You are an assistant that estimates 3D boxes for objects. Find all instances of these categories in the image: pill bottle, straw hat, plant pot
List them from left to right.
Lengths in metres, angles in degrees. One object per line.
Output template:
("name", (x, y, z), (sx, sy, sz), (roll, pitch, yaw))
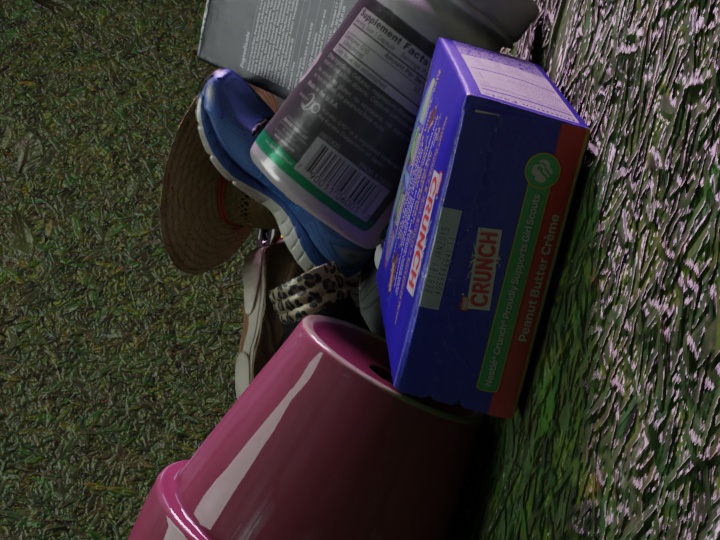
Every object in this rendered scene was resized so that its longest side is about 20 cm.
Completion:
("straw hat", (-0.085, -0.078, 1.302), (0.201, 0.085, 0.202), (-49, -31, -44))
("plant pot", (-0.019, 0.136, 0.917), (0.180, 0.199, 0.200), (-62, 8, 9))
("pill bottle", (0.025, -0.125, 1.009), (0.200, 0.113, 0.113), (-52, 9, 7))

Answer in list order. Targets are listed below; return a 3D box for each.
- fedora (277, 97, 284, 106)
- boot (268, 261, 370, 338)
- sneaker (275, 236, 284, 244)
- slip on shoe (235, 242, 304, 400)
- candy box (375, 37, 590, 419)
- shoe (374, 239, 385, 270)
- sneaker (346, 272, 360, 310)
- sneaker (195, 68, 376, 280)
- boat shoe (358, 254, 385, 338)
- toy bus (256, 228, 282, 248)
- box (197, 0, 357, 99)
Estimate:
("fedora", (-0.035, -0.209, 1.653), (0.201, 0.176, 0.091), (-109, -1, -48))
("boot", (-0.022, 0.078, 1.201), (0.155, 0.073, 0.204), (64, 164, 2))
("sneaker", (-0.035, 0.059, 1.420), (0.200, 0.078, 0.116), (47, -136, -52))
("slip on shoe", (-0.064, 0.070, 1.281), (0.076, 0.060, 0.201), (46, -141, -55))
("candy box", (0.065, -0.034, 0.875), (0.200, 0.076, 0.170), (-92, 15, -72))
("shoe", (0.053, -0.057, 1.075), (0.200, 0.071, 0.092), (-83, 3, -68))
("sneaker", (0.000, 0.000, 1.321), (0.200, 0.071, 0.113), (64, -153, -52))
("sneaker", (-0.049, -0.087, 1.200), (0.089, 0.200, 0.079), (-34, 11, 44))
("boat shoe", (0.042, -0.020, 1.231), (0.074, 0.064, 0.203), (132, 146, -54))
("toy bus", (-0.026, -0.051, 1.678), (0.192, 0.135, 0.201), (-127, 51, -66))
("box", (-0.016, -0.194, 1.232), (0.199, 0.147, 0.105), (29, 112, 41))
